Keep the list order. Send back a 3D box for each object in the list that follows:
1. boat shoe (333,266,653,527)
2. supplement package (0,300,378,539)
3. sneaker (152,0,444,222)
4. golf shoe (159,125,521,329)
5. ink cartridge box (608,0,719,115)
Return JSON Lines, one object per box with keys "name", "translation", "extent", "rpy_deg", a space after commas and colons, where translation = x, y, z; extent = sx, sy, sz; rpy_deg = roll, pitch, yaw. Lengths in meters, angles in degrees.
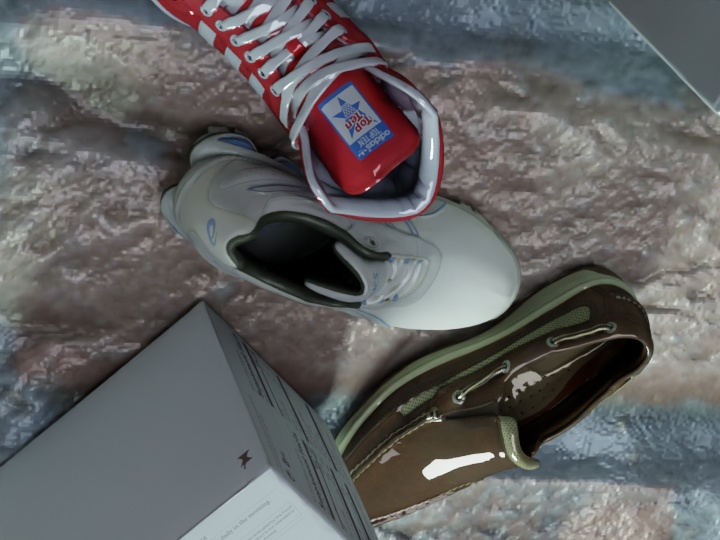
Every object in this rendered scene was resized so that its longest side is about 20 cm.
{"name": "boat shoe", "translation": [0.067, 0.077, 1.015], "extent": [0.202, 0.075, 0.075], "rpy_deg": [-39, 122, 6]}
{"name": "supplement package", "translation": [-0.106, 0.145, 0.951], "extent": [0.200, 0.156, 0.111], "rpy_deg": [-38, 123, 6]}
{"name": "sneaker", "translation": [-0.033, -0.101, 0.864], "extent": [0.071, 0.113, 0.200], "rpy_deg": [-42, 121, 8]}
{"name": "golf shoe", "translation": [0.000, 0.000, 0.941], "extent": [0.199, 0.097, 0.079], "rpy_deg": [15, 111, -25]}
{"name": "ink cartridge box", "translation": [0.239, -0.104, 0.928], "extent": [0.199, 0.147, 0.083], "rpy_deg": [21, 111, -25]}
